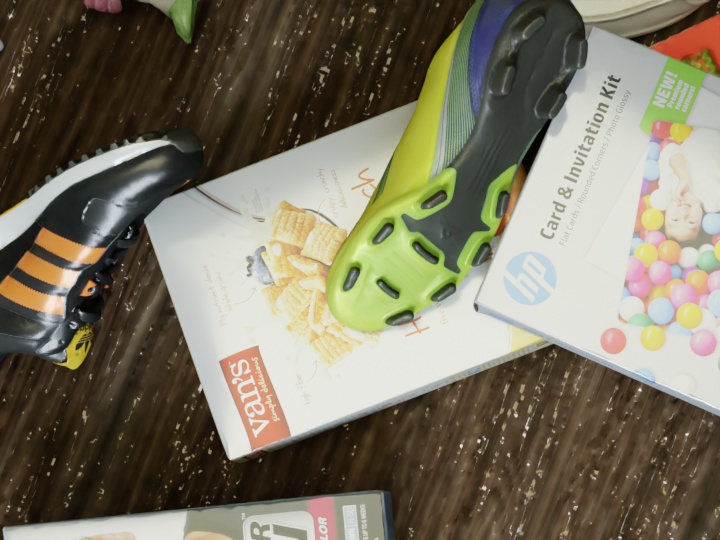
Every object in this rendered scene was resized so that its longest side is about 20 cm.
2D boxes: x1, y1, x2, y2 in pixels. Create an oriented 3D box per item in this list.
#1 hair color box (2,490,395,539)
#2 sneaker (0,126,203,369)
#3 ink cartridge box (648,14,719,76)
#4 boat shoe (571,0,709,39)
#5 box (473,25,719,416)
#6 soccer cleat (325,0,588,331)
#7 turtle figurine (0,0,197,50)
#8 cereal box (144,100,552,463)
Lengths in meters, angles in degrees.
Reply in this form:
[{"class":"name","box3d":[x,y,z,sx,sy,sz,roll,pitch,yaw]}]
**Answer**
[{"class":"hair color box","box3d":[-0.079,0.172,1.183,0.198,0.061,0.100,-6,84,5]},{"class":"sneaker","box3d":[-0.149,0.000,1.189,0.199,0.070,0.091,-29,88,23]},{"class":"ink cartridge box","box3d":[0.270,-0.094,1.185,0.199,0.050,0.163,-25,82,-1]},{"class":"boat shoe","box3d":[0.183,-0.182,1.191,0.199,0.069,0.071,-26,85,3]},{"class":"box","box3d":[0.177,-0.013,1.150,0.199,0.041,0.157,24,84,8]},{"class":"soccer cleat","box3d":[0.045,-0.059,1.162,0.064,0.084,0.201,28,101,-27]},{"class":"turtle figurine","box3d":[-0.185,-0.146,1.187,0.192,0.200,0.145,4,119,1]},{"class":"cereal box","box3d":[0.000,0.000,1.203,0.198,0.040,0.145,-22,81,2]}]
